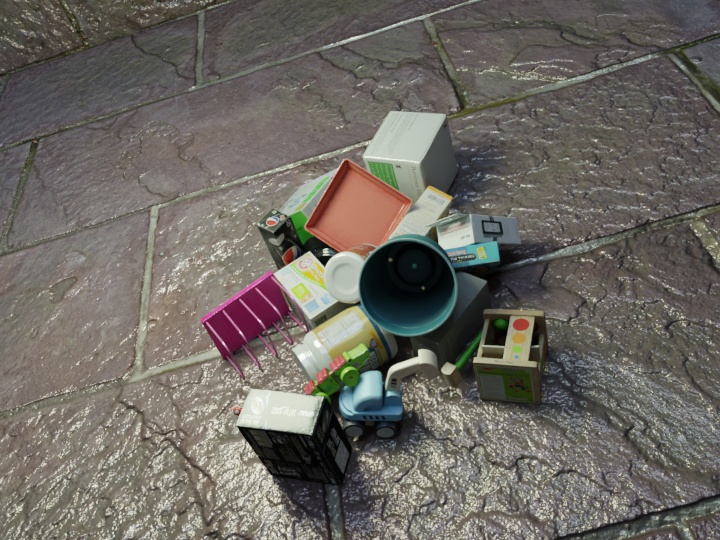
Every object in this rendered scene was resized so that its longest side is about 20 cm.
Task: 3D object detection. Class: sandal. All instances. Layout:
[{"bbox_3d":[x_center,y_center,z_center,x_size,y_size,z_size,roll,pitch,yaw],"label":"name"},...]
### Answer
[{"bbox_3d":[-0.059,-0.023,1.810,0.199,0.076,0.048,30,31,16],"label":"sandal"}]

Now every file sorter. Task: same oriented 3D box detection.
[{"bbox_3d":[-0.238,0.133,1.716,0.199,0.140,0.125,-36,47,-16],"label":"file sorter"}]

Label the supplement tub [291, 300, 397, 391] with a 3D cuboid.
[{"bbox_3d":[-0.035,0.171,1.601,0.199,0.145,0.145,-31,45,-11],"label":"supplement tub"}]

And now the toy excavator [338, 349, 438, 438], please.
[{"bbox_3d":[0.052,0.237,1.467,0.192,0.201,0.100,1,45,0],"label":"toy excavator"}]

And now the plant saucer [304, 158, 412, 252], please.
[{"bbox_3d":[-0.004,-0.135,1.788,0.199,0.037,0.201,32,98,6],"label":"plant saucer"}]

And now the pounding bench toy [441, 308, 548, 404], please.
[{"bbox_3d":[0.275,0.165,1.510,0.198,0.125,0.157,1,47,21],"label":"pounding bench toy"}]

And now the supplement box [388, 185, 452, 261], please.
[{"bbox_3d":[0.143,-0.091,1.801,0.073,0.127,0.200,29,59,16],"label":"supplement box"}]

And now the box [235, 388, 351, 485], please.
[{"bbox_3d":[-0.125,0.326,1.439,0.162,0.201,0.087,1,49,21],"label":"box"}]

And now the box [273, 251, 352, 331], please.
[{"bbox_3d":[-0.107,0.064,1.764,0.112,0.102,0.200,-33,45,-13],"label":"box"}]

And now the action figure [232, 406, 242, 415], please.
[{"bbox_3d":[-0.189,0.316,1.585,0.198,0.052,0.066,3,51,25],"label":"action figure"}]

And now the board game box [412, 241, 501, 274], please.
[{"bbox_3d":[0.221,-0.017,1.694,0.198,0.151,0.047,-9,80,12],"label":"board game box"}]

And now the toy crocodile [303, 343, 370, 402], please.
[{"bbox_3d":[-0.062,0.220,1.487,0.200,0.062,0.068,-42,25,2],"label":"toy crocodile"}]

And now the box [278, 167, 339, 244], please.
[{"bbox_3d":[-0.126,-0.158,1.938,0.199,0.097,0.177,-14,32,55],"label":"box"}]

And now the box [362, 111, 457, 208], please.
[{"bbox_3d":[0.137,-0.280,1.947,0.170,0.200,0.201,9,52,27],"label":"box"}]

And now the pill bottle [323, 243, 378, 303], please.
[{"bbox_3d":[0.000,0.000,1.670,0.111,0.114,0.200,-1,10,19],"label":"pill bottle"}]

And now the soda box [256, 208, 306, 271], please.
[{"bbox_3d":[-0.184,-0.053,1.835,0.070,0.201,0.063,25,60,37],"label":"soda box"}]

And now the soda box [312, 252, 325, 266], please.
[{"bbox_3d":[-0.021,-0.048,1.871,0.198,0.064,0.069,-1,45,19],"label":"soda box"}]

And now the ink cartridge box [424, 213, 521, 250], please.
[{"bbox_3d":[0.257,-0.081,1.694,0.116,0.198,0.069,-19,74,51],"label":"ink cartridge box"}]

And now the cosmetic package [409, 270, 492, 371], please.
[{"bbox_3d":[0.200,0.108,1.608,0.090,0.107,0.200,20,54,33],"label":"cosmetic package"}]

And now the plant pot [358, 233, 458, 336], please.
[{"bbox_3d":[0.108,0.011,1.541,0.198,0.202,0.188,-8,14,12],"label":"plant pot"}]
